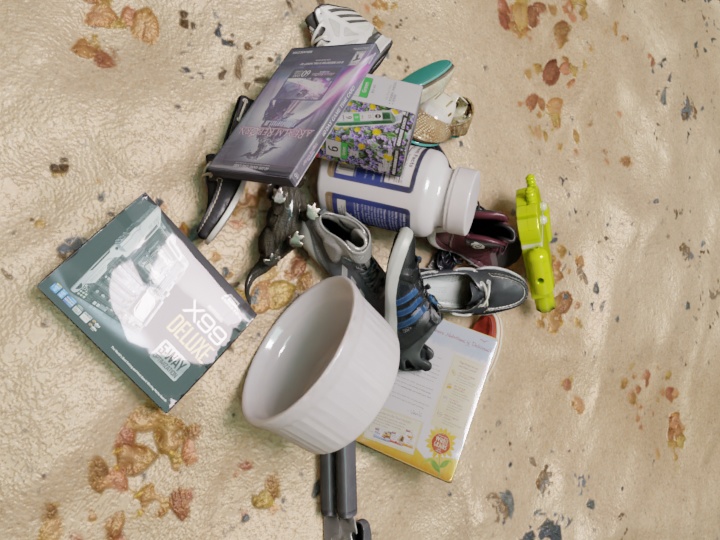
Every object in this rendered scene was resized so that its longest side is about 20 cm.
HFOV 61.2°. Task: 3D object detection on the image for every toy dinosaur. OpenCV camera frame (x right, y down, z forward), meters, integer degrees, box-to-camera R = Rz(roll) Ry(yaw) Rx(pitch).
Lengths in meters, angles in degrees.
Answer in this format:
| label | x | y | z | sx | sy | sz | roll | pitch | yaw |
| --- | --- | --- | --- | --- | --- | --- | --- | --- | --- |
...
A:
| label | x | y | z | sx | sy | sz | roll | pitch | yaw |
| --- | --- | --- | --- | --- | --- | --- | --- | --- | --- |
| toy dinosaur | -0.100 | -0.053 | 0.779 | 0.075 | 0.102 | 0.205 | 8 | 94 | -14 |

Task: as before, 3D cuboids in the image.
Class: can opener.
| label | x | y | z | sx | sy | sz | roll | pitch | yaw |
| --- | --- | --- | --- | --- | --- | --- | --- | --- | --- |
| can opener | -0.020 | 0.305 | 0.813 | 0.066 | 0.052 | 0.205 | 7 | 80 | -58 |

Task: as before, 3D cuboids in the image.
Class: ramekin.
| label | x | y | z | sx | sy | sz | roll | pitch | yaw |
| --- | --- | --- | --- | --- | --- | --- | --- | --- | --- |
| ramekin | -0.044 | 0.117 | 0.733 | 0.097 | 0.199 | 0.203 | 40 | 69 | -25 |

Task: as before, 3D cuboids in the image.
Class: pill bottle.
| label | x | y | z | sx | sy | sz | roll | pitch | yaw |
| --- | --- | --- | --- | --- | --- | --- | --- | --- | --- |
| pill bottle | 0.051 | -0.108 | 0.793 | 0.196 | 0.111 | 0.113 | 14 | 75 | 17 |

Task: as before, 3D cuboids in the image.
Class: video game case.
| label | x | y | z | sx | sy | sz | roll | pitch | yaw |
| --- | --- | --- | --- | --- | --- | --- | --- | --- | --- |
| video game case | -0.077 | -0.185 | 0.705 | 0.202 | 0.141 | 0.019 | -60 | 139 | -21 |

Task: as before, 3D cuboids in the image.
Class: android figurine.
| label | x | y | z | sx | sy | sz | roll | pitch | yaw |
| --- | --- | --- | --- | --- | --- | --- | --- | --- | --- |
| android figurine | 0.272 | -0.044 | 0.936 | 0.183 | 0.040 | 0.204 | -61 | 140 | -57 |

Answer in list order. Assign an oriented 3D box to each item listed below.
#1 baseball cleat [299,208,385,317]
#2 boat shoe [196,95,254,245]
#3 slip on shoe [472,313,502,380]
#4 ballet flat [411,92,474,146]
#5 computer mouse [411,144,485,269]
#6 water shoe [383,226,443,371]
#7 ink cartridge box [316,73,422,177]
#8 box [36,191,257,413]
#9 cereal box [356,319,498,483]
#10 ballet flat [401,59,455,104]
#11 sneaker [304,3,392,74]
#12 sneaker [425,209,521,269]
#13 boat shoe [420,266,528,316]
| label | x | y | z | sx | sy | sz | roll | pitch | yaw |
| --- | --- | --- | --- | --- | --- | --- | --- | --- | --- |
| baseball cleat | 0.000 | 0.000 | 0.810 | 0.199 | 0.106 | 0.070 | 42 | 65 | -20 |
| boat shoe | -0.165 | -0.130 | 0.761 | 0.060 | 0.074 | 0.204 | 29 | 70 | -21 |
| slip on shoe | 0.148 | 0.143 | 0.895 | 0.061 | 0.074 | 0.202 | 38 | 75 | -15 |
| ballet flat | 0.114 | -0.223 | 0.868 | 0.070 | 0.066 | 0.200 | 34 | 28 | 11 |
| computer mouse | 0.107 | -0.108 | 0.912 | 0.139 | 0.052 | 0.202 | -47 | 117 | -25 |
| water shoe | 0.071 | 0.039 | 0.788 | 0.077 | 0.072 | 0.204 | 7 | 120 | 9 |
| ink cartridge box | -0.030 | -0.192 | 0.744 | 0.195 | 0.051 | 0.111 | 14 | 60 | 4 |
| box | -0.244 | 0.038 | 0.718 | 0.158 | 0.050 | 0.201 | -46 | 105 | -23 |
| cereal box | 0.093 | 0.166 | 0.840 | 0.141 | 0.040 | 0.203 | 19 | 74 | 15 |
| ballet flat | 0.066 | -0.246 | 0.906 | 0.198 | 0.067 | 0.063 | -34 | 128 | -21 |
| sneaker | -0.051 | -0.287 | 0.847 | 0.115 | 0.076 | 0.202 | 39 | 66 | -5 |
| sneaker | 0.194 | -0.041 | 0.876 | 0.197 | 0.114 | 0.078 | 12 | 85 | -36 |
| boat shoe | 0.152 | 0.033 | 0.875 | 0.195 | 0.060 | 0.078 | -2 | 98 | -4 |
